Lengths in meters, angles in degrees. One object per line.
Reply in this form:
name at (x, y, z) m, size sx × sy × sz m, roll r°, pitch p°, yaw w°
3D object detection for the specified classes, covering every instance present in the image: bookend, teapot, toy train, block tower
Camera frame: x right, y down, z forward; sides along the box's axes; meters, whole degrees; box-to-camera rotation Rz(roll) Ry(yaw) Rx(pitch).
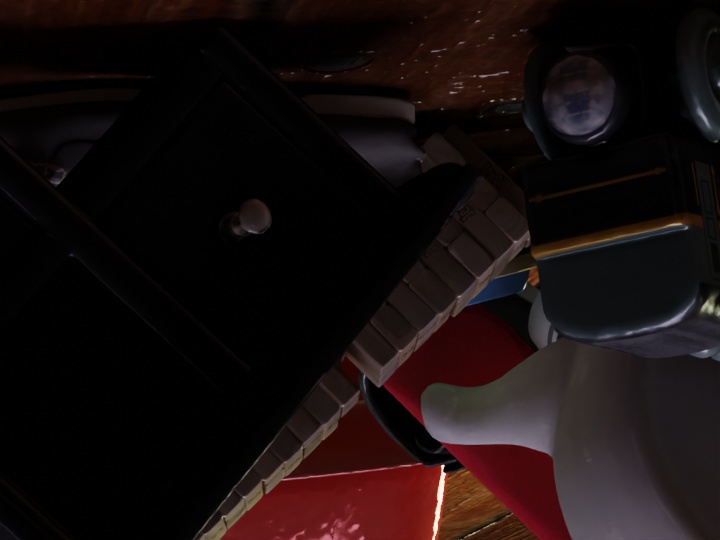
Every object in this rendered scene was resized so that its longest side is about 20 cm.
bookend at (-0.102, -0.017, 0.963) m, size 0.200 × 0.199 × 0.092 m, roll -50°, pitch -171°, yaw -24°
teapot at (0.161, 0.086, 1.198) m, size 0.197 × 0.200 × 0.146 m, roll -20°, pitch 163°, yaw -25°
toy train at (0.121, -0.023, 1.065) m, size 0.085 × 0.114 × 0.200 m, roll -11°, pitch 169°, yaw 27°
block tower at (-0.018, 0.030, 1.138) m, size 0.200 × 0.058 × 0.054 m, roll -45°, pitch 174°, yaw -7°

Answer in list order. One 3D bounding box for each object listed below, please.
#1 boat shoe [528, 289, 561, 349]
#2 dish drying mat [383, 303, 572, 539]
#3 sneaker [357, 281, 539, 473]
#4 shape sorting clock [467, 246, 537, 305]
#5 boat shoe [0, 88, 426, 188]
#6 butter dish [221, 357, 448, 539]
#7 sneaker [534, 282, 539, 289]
boat shoe at (0.173, 0.019, 1.284) m, size 0.200 × 0.066 × 0.070 m, roll -5°, pitch 125°, yaw -23°
dish drying mat at (0.097, 0.093, 1.265) m, size 0.077 × 0.200 × 0.018 m, roll -43°, pitch 178°, yaw -46°
sneaker at (0.087, 0.067, 1.338) m, size 0.200 × 0.099 × 0.071 m, roll 28°, pitch 136°, yaw 13°
shape sorting clock at (0.000, 0.000, 1.269) m, size 0.200 × 0.039 × 0.200 m, roll -15°, pitch -175°, yaw 1°
boat shoe at (-0.069, -0.031, 1.068) m, size 0.200 × 0.057 × 0.067 m, roll -2°, pitch 169°, yaw -21°
butter dish at (-0.040, 0.119, 1.540) m, size 0.199 × 0.148 × 0.200 m, roll -4°, pitch -162°, yaw -14°
sneaker at (0.127, 0.009, 1.416) m, size 0.086 × 0.080 × 0.200 m, roll -31°, pitch -178°, yaw -36°
